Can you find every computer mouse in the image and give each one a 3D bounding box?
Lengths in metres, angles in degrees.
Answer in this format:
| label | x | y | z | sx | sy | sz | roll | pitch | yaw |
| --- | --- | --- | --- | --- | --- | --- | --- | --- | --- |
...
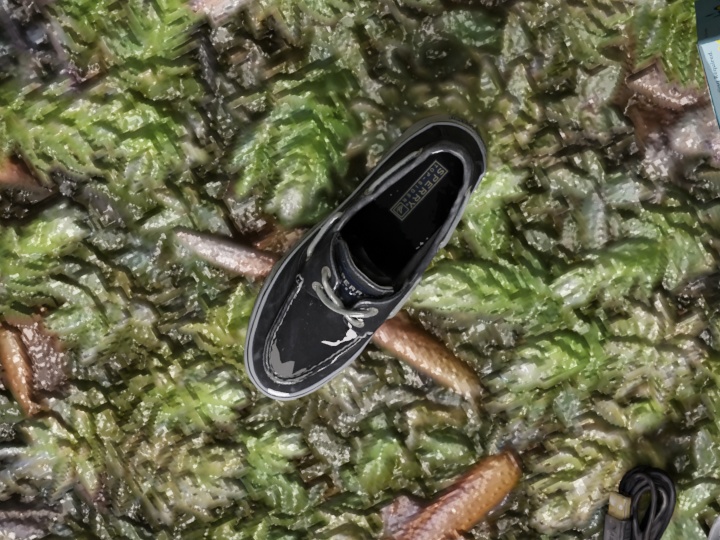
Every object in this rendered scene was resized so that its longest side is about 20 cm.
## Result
| label | x | y | z | sx | sy | sz | roll | pitch | yaw |
| --- | --- | --- | --- | --- | --- | --- | --- | --- | --- |
| computer mouse | 0.240 | 0.171 | 1.591 | 0.199 | 0.044 | 0.110 | 3 | 103 | 11 |

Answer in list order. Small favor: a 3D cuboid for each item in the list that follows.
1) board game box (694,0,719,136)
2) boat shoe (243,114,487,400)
| label | x | y | z | sx | sy | sz | roll | pitch | yaw |
| --- | --- | --- | --- | --- | --- | --- | --- | --- | --- |
| board game box | 0.289 | -0.112 | 1.463 | 0.199 | 0.105 | 0.103 | -14 | 106 | 11 |
| boat shoe | 0.000 | 0.000 | 1.547 | 0.072 | 0.068 | 0.200 | 40 | 107 | -7 |
